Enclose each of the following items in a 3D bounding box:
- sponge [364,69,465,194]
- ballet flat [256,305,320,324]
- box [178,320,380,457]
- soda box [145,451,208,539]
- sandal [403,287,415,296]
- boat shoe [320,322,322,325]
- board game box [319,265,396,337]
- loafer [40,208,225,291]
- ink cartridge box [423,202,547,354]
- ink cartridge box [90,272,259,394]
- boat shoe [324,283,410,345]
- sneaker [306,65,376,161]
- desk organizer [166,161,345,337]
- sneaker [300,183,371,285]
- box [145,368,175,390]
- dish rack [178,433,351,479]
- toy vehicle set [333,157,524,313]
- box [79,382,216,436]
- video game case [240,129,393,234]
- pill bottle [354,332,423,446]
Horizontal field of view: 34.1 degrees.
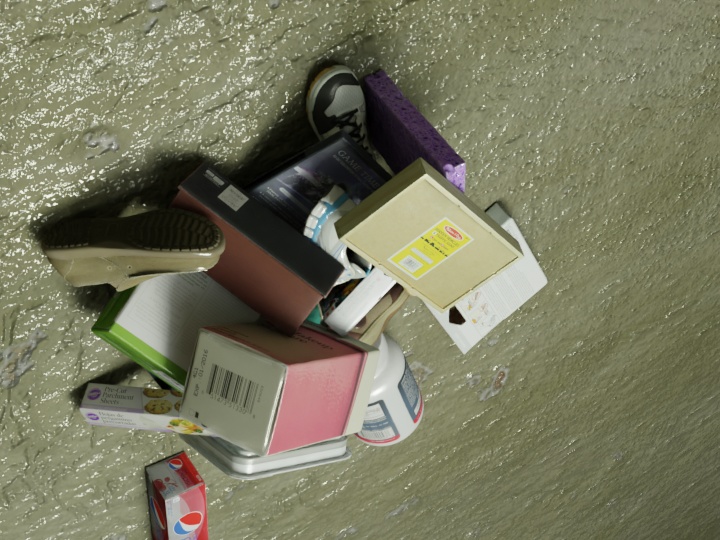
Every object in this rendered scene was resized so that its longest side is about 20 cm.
[{"bbox_3d":[0.064,-0.136,1.369,0.030,0.200,0.112,-23,138,-14],"label":"sponge"},{"bbox_3d":[-0.135,0.097,1.455,0.200,0.067,0.070,-39,149,-3],"label":"ballet flat"},{"bbox_3d":[-0.088,0.127,1.335,0.200,0.128,0.109,-3,110,-60],"label":"box"},{"bbox_3d":[-0.259,0.354,1.674,0.063,0.070,0.200,-21,138,-25],"label":"soda box"},{"bbox_3d":[0.094,-0.059,1.514,0.078,0.070,0.212,-34,128,-54],"label":"sandal"},{"bbox_3d":[-0.054,0.110,1.549,0.072,0.071,0.200,-41,119,-54],"label":"boat shoe"},{"bbox_3d":[0.000,0.000,1.465,0.035,0.200,0.126,42,96,-15],"label":"board game box"},{"bbox_3d":[-0.241,-0.020,1.272,0.200,0.076,0.067,2,132,9],"label":"loafer"},{"bbox_3d":[0.178,0.016,1.741,0.174,0.044,0.200,-40,142,-1],"label":"ink cartridge box"},{"bbox_3d":[-0.192,0.028,1.372,0.148,0.076,0.200,39,71,-22],"label":"ink cartridge box"},{"bbox_3d":[0.008,0.038,1.560,0.072,0.072,0.200,-29,-163,44],"label":"boat shoe"},{"bbox_3d":[-0.010,-0.148,1.387,0.076,0.088,0.200,-26,139,-17],"label":"sneaker"},{"bbox_3d":[-0.126,-0.022,1.316,0.077,0.200,0.072,-51,-177,33],"label":"desk organizer"},{"bbox_3d":[-0.034,-0.005,1.375,0.075,0.087,0.200,-49,169,-41],"label":"sneaker"},{"bbox_3d":[-0.194,0.096,1.499,0.159,0.046,0.200,-35,141,-9],"label":"box"},{"bbox_3d":[-0.126,0.217,1.588,0.200,0.172,0.044,-4,109,-38],"label":"dish rack"},{"bbox_3d":[0.080,-0.034,1.314,0.124,0.027,0.200,-35,135,20],"label":"toy vehicle set"},{"bbox_3d":[-0.242,0.171,1.437,0.200,0.041,0.039,4,142,13],"label":"box"},{"bbox_3d":[-0.059,-0.075,1.383,0.200,0.019,0.143,-28,135,24],"label":"video game case"},{"bbox_3d":[0.013,0.154,1.671,0.120,0.120,0.200,-34,142,-9],"label":"pill bottle"}]
